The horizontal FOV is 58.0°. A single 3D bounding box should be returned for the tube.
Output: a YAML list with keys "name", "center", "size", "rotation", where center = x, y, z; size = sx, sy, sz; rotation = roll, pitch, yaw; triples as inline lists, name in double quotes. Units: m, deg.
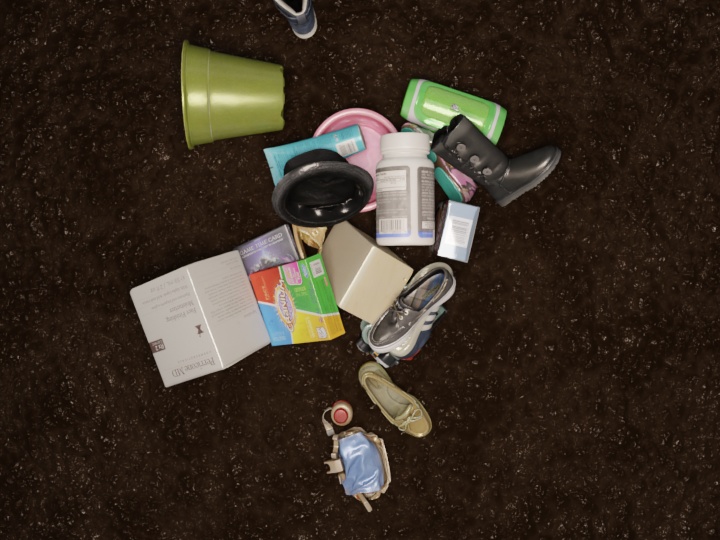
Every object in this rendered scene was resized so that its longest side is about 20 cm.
- name: "tube"
  center: [-0.087, -0.229, 1.269]
  size: [0.196, 0.050, 0.079]
  rotation: [-17, 97, 8]

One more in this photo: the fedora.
- name: "fedora"
  center: [-0.077, -0.167, 1.230]
  size: [0.197, 0.201, 0.093]
  rotation: [-20, 57, 5]

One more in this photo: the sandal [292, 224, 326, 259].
- name: "sandal"
  center: [-0.103, -0.083, 1.303]
  size: [0.068, 0.078, 0.215]
  rotation: [-21, 77, -1]

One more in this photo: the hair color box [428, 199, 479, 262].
- name: "hair color box"
  center: [0.174, -0.076, 1.233]
  size: [0.059, 0.200, 0.101]
  rotation: [13, 95, 1]

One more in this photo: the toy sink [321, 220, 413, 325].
- name: "toy sink"
  center: [0.000, 0.000, 1.283]
  size: [0.111, 0.200, 0.132]
  rotation: [28, 97, -28]

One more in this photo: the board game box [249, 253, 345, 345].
- name: "board game box"
  center: [-0.125, 0.061, 1.246]
  size: [0.198, 0.040, 0.156]
  rotation: [-13, 96, 49]

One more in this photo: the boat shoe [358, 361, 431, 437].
- name: "boat shoe"
  center: [0.071, 0.272, 1.323]
  size: [0.073, 0.063, 0.201]
  rotation: [-38, 102, 7]

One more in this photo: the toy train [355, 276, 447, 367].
- name: "toy train"
  center: [0.083, 0.104, 1.315]
  size: [0.114, 0.085, 0.200]
  rotation: [41, 96, -10]

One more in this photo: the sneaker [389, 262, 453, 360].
- name: "sneaker"
  center: [0.118, 0.081, 1.246]
  size: [0.074, 0.085, 0.202]
  rotation: [27, 77, 31]

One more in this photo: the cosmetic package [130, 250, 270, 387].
- name: "cosmetic package"
  center: [-0.309, 0.092, 1.273]
  size: [0.162, 0.164, 0.204]
  rotation: [-19, 92, 29]

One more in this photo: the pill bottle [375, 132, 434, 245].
- name: "pill bottle"
  center: [0.084, -0.149, 1.217]
  size: [0.111, 0.114, 0.205]
  rotation: [0, 92, 4]

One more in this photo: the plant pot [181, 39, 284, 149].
- name: "plant pot"
  center: [-0.241, -0.337, 1.263]
  size: [0.185, 0.200, 0.205]
  rotation: [-1, 94, -8]

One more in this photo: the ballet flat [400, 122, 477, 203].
- name: "ballet flat"
  center: [0.160, -0.223, 1.295]
  size: [0.201, 0.069, 0.071]
  rotation: [49, 64, -8]

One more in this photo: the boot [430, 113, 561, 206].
- name: "boot"
  center: [0.254, -0.229, 1.229]
  size: [0.199, 0.066, 0.164]
  rotation: [37, 128, -17]

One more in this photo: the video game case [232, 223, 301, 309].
- name: "video game case"
  center: [-0.169, 0.025, 1.331]
  size: [0.141, 0.019, 0.204]
  rotation: [-21, 92, 26]

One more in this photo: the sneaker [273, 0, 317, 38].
- name: "sneaker"
  center: [-0.145, -0.566, 1.249]
  size: [0.076, 0.146, 0.206]
  rotation: [-24, 91, 7]

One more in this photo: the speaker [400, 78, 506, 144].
- name: "speaker"
  center: [0.181, -0.309, 1.275]
  size: [0.196, 0.088, 0.090]
  rotation: [19, 95, 2]

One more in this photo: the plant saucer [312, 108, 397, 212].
- name: "plant saucer"
  center: [-0.007, -0.220, 1.311]
  size: [0.196, 0.051, 0.205]
  rotation: [0, 93, 4]

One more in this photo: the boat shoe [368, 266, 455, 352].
- name: "boat shoe"
  center: [0.088, 0.067, 1.175]
  size: [0.199, 0.066, 0.070]
  rotation: [-37, 57, 1]

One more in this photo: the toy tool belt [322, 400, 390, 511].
- name: "toy tool belt"
  center: [-0.013, 0.372, 1.315]
  size: [0.123, 0.123, 0.204]
  rotation: [-21, 92, 5]
